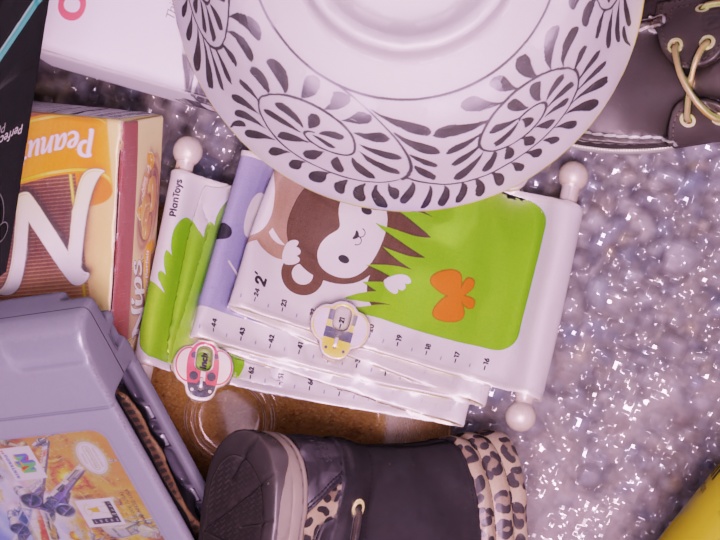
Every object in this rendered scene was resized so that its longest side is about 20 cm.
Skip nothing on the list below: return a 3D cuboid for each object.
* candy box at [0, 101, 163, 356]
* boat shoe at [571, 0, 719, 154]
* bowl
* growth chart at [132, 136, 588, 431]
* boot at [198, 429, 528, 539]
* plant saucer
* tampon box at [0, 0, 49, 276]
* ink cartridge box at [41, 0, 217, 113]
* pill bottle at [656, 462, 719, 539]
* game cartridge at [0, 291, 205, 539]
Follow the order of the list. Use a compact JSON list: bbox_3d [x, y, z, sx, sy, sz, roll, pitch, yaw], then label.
[{"bbox_3d":[-0.192,-0.021,1.181,0.199,0.055,0.116,6,99,15],"label":"candy box"},{"bbox_3d":[0.166,-0.091,1.153,0.200,0.061,0.072,-9,98,6],"label":"boat shoe"},{"bbox_3d":[0.019,-0.126,1.052,0.199,0.094,0.202,0,89,1],"label":"bowl"},{"bbox_3d":[0.000,0.000,1.174,0.198,0.018,0.146,5,76,-3],"label":"growth chart"},{"bbox_3d":[-0.003,0.162,1.167,0.150,0.073,0.201,-4,104,-38],"label":"boot"},{"bbox_3d":[-0.058,0.065,1.211,0.199,0.035,0.202,1,99,5],"label":"plant saucer"},{"bbox_3d":[-0.217,-0.080,1.031,0.126,0.150,0.201,24,121,19],"label":"tampon box"},{"bbox_3d":[-0.033,-0.137,1.143,0.199,0.083,0.146,16,89,3],"label":"ink cartridge box"},{"bbox_3d":[0.219,0.098,1.153,0.112,0.112,0.200,38,100,-2],"label":"pill bottle"},{"bbox_3d":[-0.135,0.099,1.169,0.132,0.042,0.201,-11,125,23],"label":"game cartridge"}]
